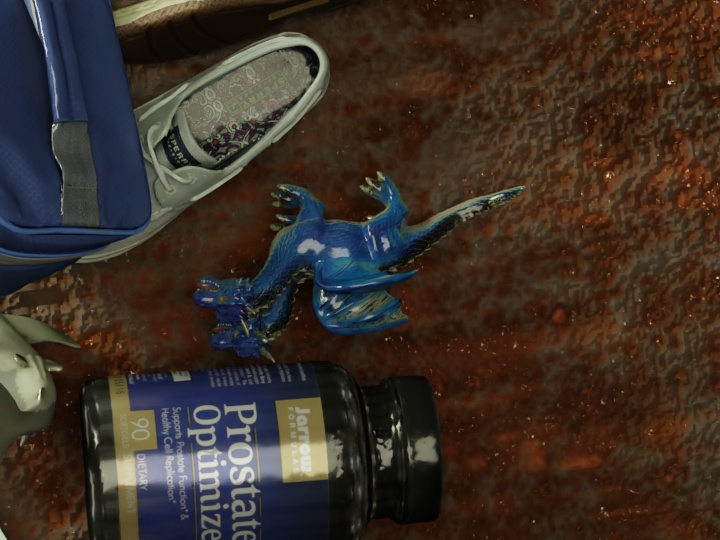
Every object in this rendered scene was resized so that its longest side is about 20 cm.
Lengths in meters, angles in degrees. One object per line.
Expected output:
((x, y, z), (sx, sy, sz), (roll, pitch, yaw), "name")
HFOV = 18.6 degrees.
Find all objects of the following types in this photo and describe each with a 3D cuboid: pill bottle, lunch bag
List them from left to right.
((-0.200, -0.094, 1.209), (0.132, 0.136, 0.200), (-20, 78, 35), "lunch bag")
((-0.058, 0.109, 1.262), (0.200, 0.112, 0.112), (-4, 88, -8), "pill bottle")

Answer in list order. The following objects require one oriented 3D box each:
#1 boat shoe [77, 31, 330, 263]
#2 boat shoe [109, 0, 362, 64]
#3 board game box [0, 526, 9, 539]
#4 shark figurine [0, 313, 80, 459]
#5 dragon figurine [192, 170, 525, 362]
((-0.103, -0.076, 1.284), (0.201, 0.072, 0.070), (-36, 93, -7), "boat shoe")
((-0.073, -0.181, 1.302), (0.202, 0.075, 0.075), (-17, 76, -15), "boat shoe")
((-0.304, 0.118, 1.267), (0.134, 0.029, 0.200), (-32, 92, -10), "board game box")
((-0.210, 0.076, 1.226), (0.128, 0.214, 0.090), (24, 101, -33), "shark figurine")
((0.000, 0.000, 1.281), (0.200, 0.059, 0.100), (-3, 56, -8), "dragon figurine")
